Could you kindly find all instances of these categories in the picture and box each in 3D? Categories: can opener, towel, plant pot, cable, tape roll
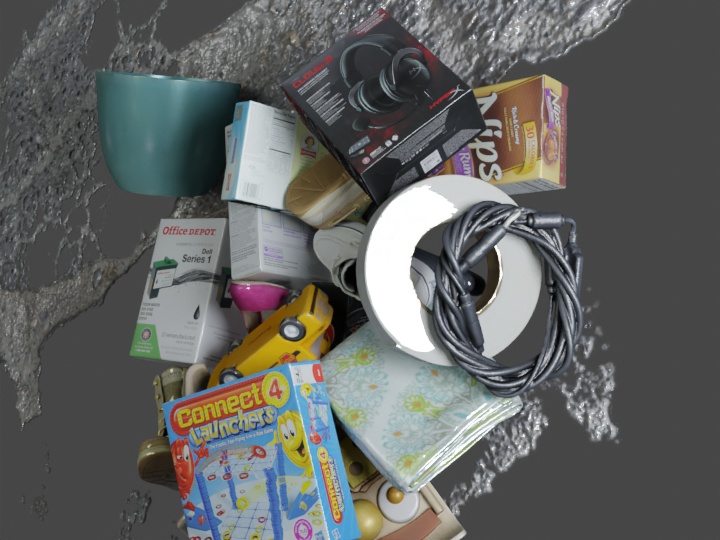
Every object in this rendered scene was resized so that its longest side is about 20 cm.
[{"bbox_3d":[0.059,-0.018,1.240,0.200,0.063,0.079,32,110,40],"label":"can opener"},{"bbox_3d":[0.055,0.128,1.165,0.171,0.048,0.200,-36,54,-14],"label":"towel"},{"bbox_3d":[-0.271,-0.189,1.488,0.200,0.200,0.162,15,105,42],"label":"plant pot"},{"bbox_3d":[0.151,0.030,1.093,0.051,0.163,0.201,-178,97,-72],"label":"cable"},{"bbox_3d":[0.094,0.001,1.124,0.037,0.202,0.203,175,104,-73],"label":"tape roll"}]

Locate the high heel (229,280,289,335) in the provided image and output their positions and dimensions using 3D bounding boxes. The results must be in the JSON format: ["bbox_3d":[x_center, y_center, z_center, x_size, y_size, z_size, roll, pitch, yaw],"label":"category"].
[{"bbox_3d":[-0.122,0.069,1.307,0.067,0.200,0.096,6,79,6],"label":"high heel"}]

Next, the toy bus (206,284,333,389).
[{"bbox_3d":[-0.104,0.105,1.254,0.200,0.078,0.065,-39,21,26],"label":"toy bus"}]

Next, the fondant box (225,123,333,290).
[{"bbox_3d":[-0.094,-0.080,1.334,0.058,0.144,0.201,-16,72,40],"label":"fondant box"}]

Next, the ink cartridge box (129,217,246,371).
[{"bbox_3d":[-0.221,0.031,1.453,0.146,0.084,0.201,1,76,41],"label":"ink cartridge box"}]

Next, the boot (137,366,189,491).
[{"bbox_3d":[-0.246,0.199,1.397,0.073,0.200,0.156,-11,69,7],"label":"boot"}]

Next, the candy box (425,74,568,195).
[{"bbox_3d":[0.135,-0.143,1.203,0.200,0.056,0.117,-5,78,40],"label":"candy box"}]

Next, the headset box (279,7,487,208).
[{"bbox_3d":[0.018,-0.186,1.172,0.149,0.077,0.200,-37,54,-3],"label":"headset box"}]

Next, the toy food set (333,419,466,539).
[{"bbox_3d":[0.002,0.252,1.181,0.143,0.060,0.200,-36,70,-3],"label":"toy food set"}]

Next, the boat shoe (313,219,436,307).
[{"bbox_3d":[0.000,0.000,1.213,0.200,0.066,0.072,33,129,41],"label":"boat shoe"}]

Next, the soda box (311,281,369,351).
[{"bbox_3d":[-0.028,0.117,1.292,0.071,0.063,0.201,5,86,42],"label":"soda box"}]

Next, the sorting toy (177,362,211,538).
[{"bbox_3d":[-0.189,0.238,1.334,0.036,0.185,0.201,-2,65,3],"label":"sorting toy"}]

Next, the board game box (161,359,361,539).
[{"bbox_3d":[-0.114,0.218,1.174,0.200,0.056,0.196,-21,78,32],"label":"board game box"}]

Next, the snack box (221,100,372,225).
[{"bbox_3d":[-0.066,-0.123,1.279,0.037,0.200,0.117,3,83,53],"label":"snack box"}]

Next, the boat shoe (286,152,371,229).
[{"bbox_3d":[0.009,-0.118,1.232,0.200,0.069,0.074,-33,50,11],"label":"boat shoe"}]
